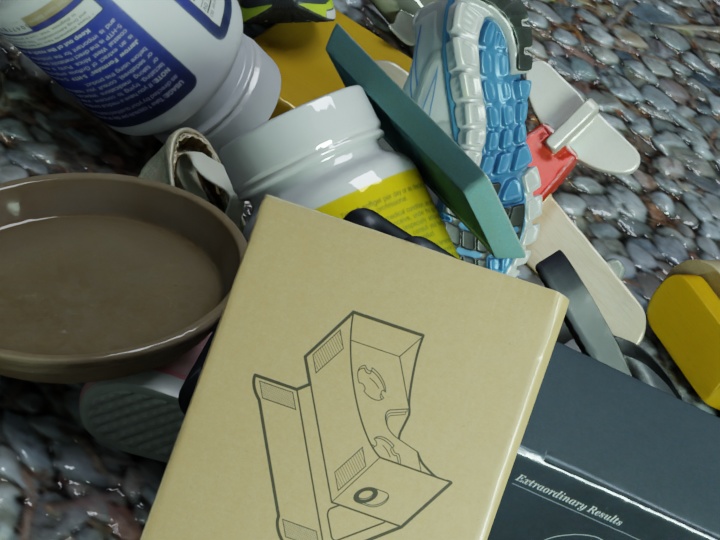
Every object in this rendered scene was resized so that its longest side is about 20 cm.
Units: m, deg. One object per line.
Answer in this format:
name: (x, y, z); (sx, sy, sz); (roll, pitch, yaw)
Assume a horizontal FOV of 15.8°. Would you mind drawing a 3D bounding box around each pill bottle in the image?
pill bottle: (0.000, 0.000, 1.534); (0.114, 0.114, 0.200); (-22, 87, -55)
pill bottle: (-0.146, -0.156, 1.650); (0.200, 0.120, 0.120); (42, 19, -38)

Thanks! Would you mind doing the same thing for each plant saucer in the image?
plant saucer: (-0.161, 0.005, 1.458); (0.200, 0.030, 0.200); (1, 32, -1)
plant saucer: (0.034, -0.076, 1.538); (0.200, 0.019, 0.070); (48, -9, 48)

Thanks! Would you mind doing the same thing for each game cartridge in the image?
game cartridge: (0.011, -0.111, 1.869); (0.200, 0.032, 0.176); (34, 29, 7)

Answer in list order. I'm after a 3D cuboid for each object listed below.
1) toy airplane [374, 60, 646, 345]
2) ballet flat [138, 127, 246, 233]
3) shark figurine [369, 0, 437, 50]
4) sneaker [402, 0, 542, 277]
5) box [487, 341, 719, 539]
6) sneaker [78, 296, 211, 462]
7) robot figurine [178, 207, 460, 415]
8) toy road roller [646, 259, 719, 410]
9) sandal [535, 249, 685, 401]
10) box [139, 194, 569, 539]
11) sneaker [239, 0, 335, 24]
toy airplane: (0.087, -0.040, 1.721); (0.199, 0.141, 0.200); (3, 66, -12)
ballet flat: (-0.085, -0.011, 1.593); (0.067, 0.062, 0.200); (4, 41, -40)
shark figurine: (0.035, -0.227, 1.945); (0.214, 0.089, 0.128); (43, 6, -47)
sneaker: (0.061, -0.077, 1.618); (0.075, 0.200, 0.087); (4, -3, -35)
box: (0.095, 0.154, 1.378); (0.148, 0.200, 0.107); (26, 34, -13)
sneaker: (-0.057, 0.075, 1.477); (0.200, 0.075, 0.105); (22, 36, -10)
robot figurine: (-0.017, 0.070, 1.352); (0.125, 0.200, 0.150); (31, -1, -11)
toy road roller: (0.313, 0.044, 1.805); (0.123, 0.146, 0.200); (1, 42, -43)
sandal: (0.176, 0.070, 1.644); (0.200, 0.043, 0.076); (59, 0, -23)
box: (-0.005, 0.081, 1.275); (0.163, 0.200, 0.021); (18, -5, 14)
sneaker: (-0.054, -0.232, 1.899); (0.074, 0.081, 0.200); (-3, 22, 1)
